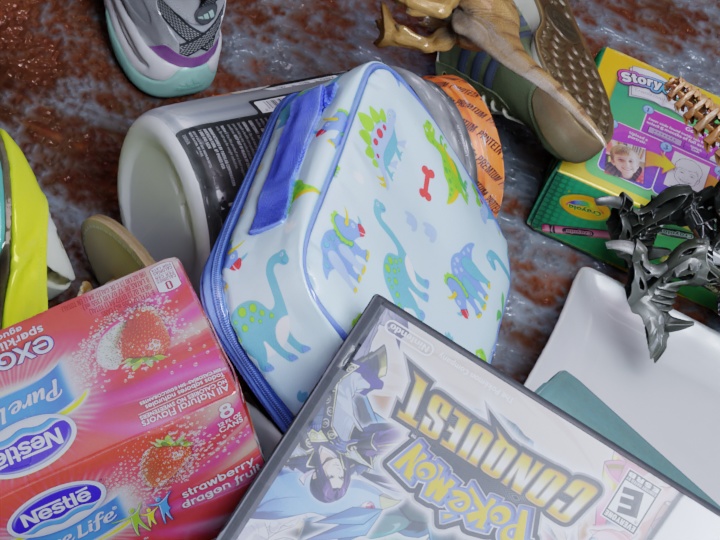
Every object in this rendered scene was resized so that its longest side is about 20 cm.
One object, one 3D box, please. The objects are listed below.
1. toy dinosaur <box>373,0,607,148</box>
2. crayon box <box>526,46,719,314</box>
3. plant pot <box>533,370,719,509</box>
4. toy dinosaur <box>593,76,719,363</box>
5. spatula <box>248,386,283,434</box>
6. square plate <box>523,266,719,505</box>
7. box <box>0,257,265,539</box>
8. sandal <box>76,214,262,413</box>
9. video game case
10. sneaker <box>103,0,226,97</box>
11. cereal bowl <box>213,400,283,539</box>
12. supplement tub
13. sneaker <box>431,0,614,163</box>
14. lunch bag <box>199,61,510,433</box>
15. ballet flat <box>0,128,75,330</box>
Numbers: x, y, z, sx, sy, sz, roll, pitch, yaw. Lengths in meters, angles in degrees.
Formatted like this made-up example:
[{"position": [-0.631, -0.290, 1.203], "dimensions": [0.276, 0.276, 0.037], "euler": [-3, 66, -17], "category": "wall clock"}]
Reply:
[{"position": [0.068, -0.141, 1.501], "dimensions": [0.105, 0.061, 0.200], "euler": [3, 28, -15], "category": "toy dinosaur"}, {"position": [0.214, -0.043, 1.610], "dimensions": [0.199, 0.058, 0.119], "euler": [24, 48, 1], "category": "crayon box"}, {"position": [0.113, 0.169, 1.287], "dimensions": [0.196, 0.200, 0.200], "euler": [46, 51, 5], "category": "plant pot"}, {"position": [0.211, -0.024, 1.506], "dimensions": [0.102, 0.135, 0.201], "euler": [-68, 136, -76], "category": "toy dinosaur"}, {"position": [-0.046, 0.117, 1.413], "dimensions": [0.056, 0.021, 0.201], "euler": [4, 51, -11], "category": "spatula"}, {"position": [0.189, 0.090, 1.482], "dimensions": [0.199, 0.029, 0.198], "euler": [28, 30, 4], "category": "square plate"}, {"position": [-0.150, 0.091, 1.237], "dimensions": [0.199, 0.100, 0.096], "euler": [-23, 50, -6], "category": "box"}, {"position": [-0.118, 0.058, 1.398], "dimensions": [0.069, 0.078, 0.212], "euler": [-27, 61, -23], "category": "sandal"}, {"position": [0.041, 0.138, 1.198], "dimensions": [0.199, 0.026, 0.181], "euler": [32, 81, 11], "category": "video game case"}, {"position": [-0.128, -0.218, 1.574], "dimensions": [0.077, 0.140, 0.201], "euler": [-18, 61, -30], "category": "sneaker"}, {"position": [-0.113, 0.154, 1.296], "dimensions": [0.198, 0.084, 0.201], "euler": [-7, 50, 9], "category": "cereal bowl"}, {"position": [-0.026, -0.047, 1.485], "dimensions": [0.199, 0.123, 0.123], "euler": [-12, 57, -28], "category": "supplement tub"}, {"position": [0.090, -0.117, 1.600], "dimensions": [0.067, 0.090, 0.201], "euler": [32, 29, -35], "category": "sneaker"}, {"position": [0.000, 0.000, 1.340], "dimensions": [0.161, 0.082, 0.201], "euler": [53, 33, -28], "category": "lunch bag"}, {"position": [-0.187, 0.016, 1.426], "dimensions": [0.067, 0.067, 0.201], "euler": [20, 48, -32], "category": "ballet flat"}]
